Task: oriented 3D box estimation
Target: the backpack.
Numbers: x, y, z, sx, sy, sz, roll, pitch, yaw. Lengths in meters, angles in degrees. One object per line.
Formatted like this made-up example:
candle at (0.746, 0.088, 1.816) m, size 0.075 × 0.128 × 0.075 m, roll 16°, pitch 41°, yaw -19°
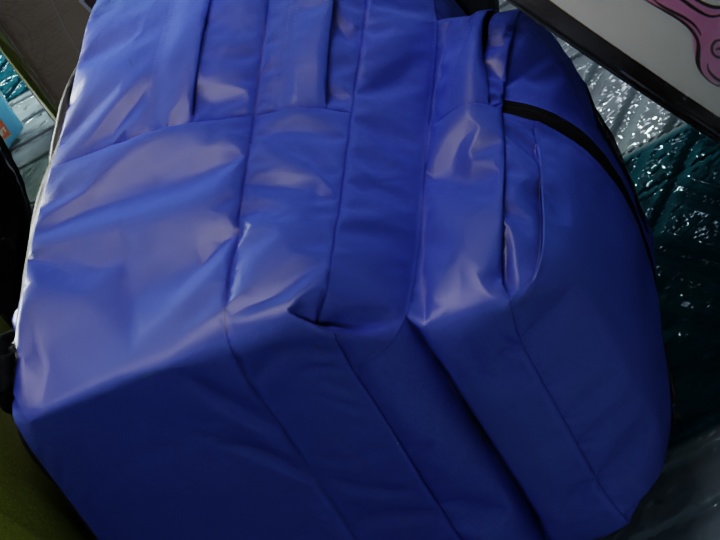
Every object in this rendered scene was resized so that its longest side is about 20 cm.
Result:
backpack at (0.000, 0.000, 0.782) m, size 0.168 × 0.163 × 0.200 m, roll -15°, pitch 41°, yaw 12°

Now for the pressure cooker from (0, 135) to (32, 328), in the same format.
pressure cooker at (-0.229, -0.011, 0.956) m, size 0.178 × 0.176 × 0.200 m, roll -15°, pitch 16°, yaw -29°

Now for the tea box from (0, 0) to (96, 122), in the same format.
tea box at (-0.077, -0.158, 1.171) m, size 0.200 × 0.134 × 0.197 m, roll -37°, pitch 26°, yaw -4°

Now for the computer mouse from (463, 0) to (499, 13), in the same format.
computer mouse at (0.012, -0.092, 0.914) m, size 0.046 × 0.200 × 0.140 m, roll 10°, pitch 42°, yaw 34°

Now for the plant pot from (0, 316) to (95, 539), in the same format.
plant pot at (-0.153, 0.094, 0.752) m, size 0.200 × 0.200 × 0.193 m, roll -28°, pitch 30°, yaw 12°

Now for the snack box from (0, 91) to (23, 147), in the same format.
snack box at (-0.247, -0.007, 1.222) m, size 0.116 × 0.037 × 0.200 m, roll -10°, pitch 35°, yaw 37°

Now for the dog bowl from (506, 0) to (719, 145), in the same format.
dog bowl at (0.086, -0.103, 0.805) m, size 0.074 × 0.200 × 0.200 m, roll -56°, pitch 24°, yaw 11°
